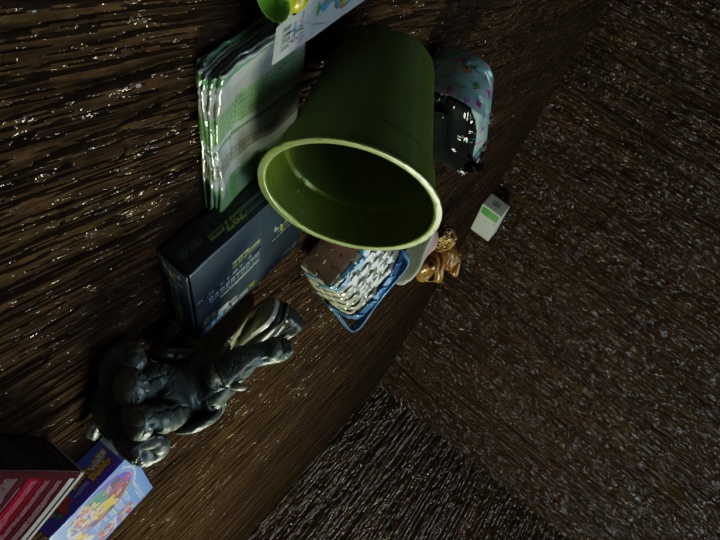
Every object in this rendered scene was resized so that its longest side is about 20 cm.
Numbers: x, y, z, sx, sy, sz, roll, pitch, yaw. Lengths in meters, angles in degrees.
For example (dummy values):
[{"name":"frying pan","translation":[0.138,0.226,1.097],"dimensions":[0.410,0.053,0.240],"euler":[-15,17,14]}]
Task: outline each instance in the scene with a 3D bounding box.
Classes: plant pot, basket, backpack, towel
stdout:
[{"name":"plant pot","translation":[0.006,-0.155,0.700],"dimensions":[0.201,0.196,0.193],"euler":[99,3,-64]},{"name":"basket","translation":[0.000,0.000,1.123],"dimensions":[0.177,0.138,0.200],"euler":[-51,138,-9]},{"name":"backpack","translation":[0.146,-0.266,1.066],"dimensions":[0.201,0.164,0.129],"euler":[81,27,-69]},{"name":"towel","translation":[-0.102,-0.159,0.641],"dimensions":[0.149,0.031,0.201],"euler":[-47,166,-30]}]

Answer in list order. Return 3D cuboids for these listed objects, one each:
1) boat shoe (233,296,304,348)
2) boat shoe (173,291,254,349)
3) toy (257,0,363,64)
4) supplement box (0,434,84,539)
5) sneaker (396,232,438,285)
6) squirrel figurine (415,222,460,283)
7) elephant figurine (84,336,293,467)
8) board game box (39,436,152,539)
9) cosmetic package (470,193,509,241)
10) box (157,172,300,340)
[{"name":"boat shoe","translation":[-0.157,0.107,0.915],"dimensions":[0.199,0.057,0.068],"euler":[-37,-149,37]},{"name":"boat shoe","translation":[-0.207,0.110,0.859],"dimensions":[0.201,0.073,0.063],"euler":[-54,175,-19]},{"name":"toy","translation":[-0.026,-0.280,0.560],"dimensions":[0.201,0.047,0.116],"euler":[-54,170,-35]},{"name":"supplement box","translation":[-0.356,0.215,0.596],"dimensions":[0.109,0.060,0.200],"euler":[-52,169,-14]},{"name":"sneaker","translation":[0.166,-0.046,1.860],"dimensions":[0.202,0.075,0.104],"euler":[-61,162,8]},{"name":"squirrel figurine","translation":[0.233,-0.056,2.041],"dimensions":[0.185,0.140,0.203],"euler":[-21,132,-51]},{"name":"elephant figurine","translation":[-0.201,0.140,0.756],"dimensions":[0.198,0.154,0.144],"euler":[-15,122,-45]},{"name":"board game box","translation":[-0.363,0.315,0.878],"dimensions":[0.135,0.044,0.201],"euler":[-48,166,-30]},{"name":"cosmetic package","translation":[0.585,-0.239,2.882],"dimensions":[0.085,0.107,0.201],"euler":[-46,164,-28]},{"name":"box","translation":[-0.147,-0.029,0.767],"dimensions":[0.200,0.051,0.159],"euler":[-47,165,-30]}]
